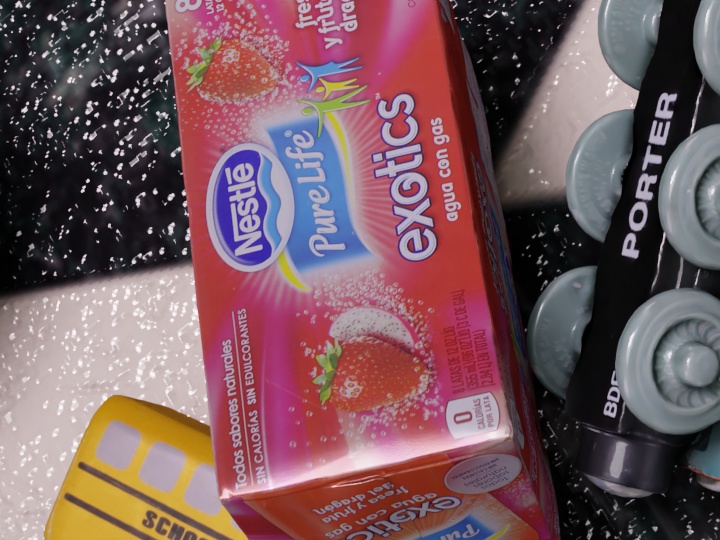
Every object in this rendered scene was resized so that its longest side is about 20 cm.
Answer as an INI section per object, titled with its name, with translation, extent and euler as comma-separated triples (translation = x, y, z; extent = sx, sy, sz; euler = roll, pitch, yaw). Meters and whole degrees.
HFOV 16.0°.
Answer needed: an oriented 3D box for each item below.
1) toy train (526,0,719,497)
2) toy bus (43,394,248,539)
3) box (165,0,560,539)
[toy train]
translation = 0.129, -0.020, 0.827
extent = 0.085, 0.114, 0.200
euler = 14, 91, 64
[toy bus]
translation = -0.012, 0.118, 0.889
extent = 0.200, 0.065, 0.078
euler = 23, 88, 25
[box]
translation = 0.000, 0.000, 0.847
extent = 0.095, 0.100, 0.200
euler = -13, 59, 8
